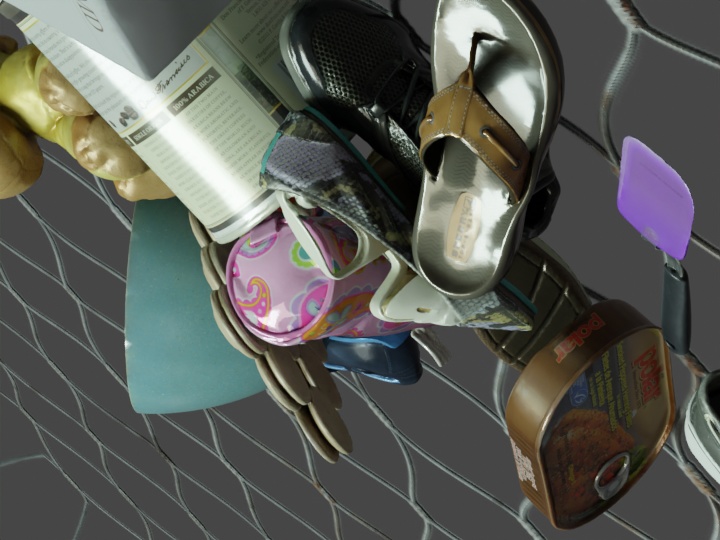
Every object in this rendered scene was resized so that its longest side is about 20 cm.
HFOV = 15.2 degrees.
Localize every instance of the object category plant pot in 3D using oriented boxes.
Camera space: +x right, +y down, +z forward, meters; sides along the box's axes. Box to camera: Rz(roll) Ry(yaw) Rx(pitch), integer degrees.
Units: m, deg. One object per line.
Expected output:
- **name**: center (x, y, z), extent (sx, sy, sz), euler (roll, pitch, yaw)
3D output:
- **plant pot**: center (-0.088, 0.009, 1.968), extent (0.134, 0.201, 0.200), euler (4, 157, 4)

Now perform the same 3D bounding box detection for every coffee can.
- **coffee can**: center (-0.102, -0.137, 1.651), extent (0.200, 0.146, 0.146), euler (47, 164, -10)

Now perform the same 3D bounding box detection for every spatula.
- **spatula**: center (0.174, -0.004, 1.532), extent (0.057, 0.021, 0.200), euler (42, 166, 30)

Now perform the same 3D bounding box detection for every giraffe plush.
- **giraffe plush**: center (-0.223, -0.116, 1.818), extent (0.200, 0.162, 0.173), euler (-97, -20, -54)

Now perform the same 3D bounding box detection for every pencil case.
- **pencil case**: center (0.000, 0.000, 1.701), extent (0.087, 0.088, 0.200), euler (37, -159, 25)

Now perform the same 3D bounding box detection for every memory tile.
- **memory tile**: center (-0.063, 0.025, 1.749), extent (0.153, 0.017, 0.200), euler (50, -168, -33)

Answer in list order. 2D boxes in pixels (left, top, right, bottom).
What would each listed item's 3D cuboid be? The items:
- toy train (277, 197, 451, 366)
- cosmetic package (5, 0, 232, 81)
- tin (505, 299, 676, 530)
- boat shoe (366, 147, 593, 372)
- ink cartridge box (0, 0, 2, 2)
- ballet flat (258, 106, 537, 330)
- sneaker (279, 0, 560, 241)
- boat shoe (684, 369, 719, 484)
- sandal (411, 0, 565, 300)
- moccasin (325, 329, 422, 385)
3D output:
- **toy train**: center (-0.023, -0.008, 1.851), extent (0.200, 0.056, 0.150), euler (49, -170, -22)
- **cosmetic package**: center (-0.152, -0.244, 1.475), extent (0.200, 0.166, 0.168), euler (31, 159, 37)
- **tin**: center (0.144, 0.090, 1.683), extent (0.042, 0.112, 0.200), euler (47, 166, 28)
- **boat shoe**: center (0.080, -0.013, 1.689), extent (0.200, 0.072, 0.076), euler (48, -167, -20)
- **ink cartridge box**: center (-0.248, -0.243, 1.649), extent (0.068, 0.201, 0.115), euler (5, 153, 12)
- **ballet flat**: center (0.015, -0.011, 1.588), extent (0.200, 0.072, 0.072), euler (41, 166, -20)
- **sneaker**: center (0.044, -0.087, 1.556), extent (0.199, 0.076, 0.114), euler (47, 162, -21)
- **boat shoe**: center (0.267, 0.137, 1.568), extent (0.200, 0.071, 0.064), euler (42, 165, 14)
- **sandal**: center (0.058, -0.067, 1.472), extent (0.082, 0.055, 0.201), euler (25, 123, 20)
- **moccasin**: center (-0.029, 0.052, 2.064), extent (0.200, 0.080, 0.068), euler (23, 149, 54)
